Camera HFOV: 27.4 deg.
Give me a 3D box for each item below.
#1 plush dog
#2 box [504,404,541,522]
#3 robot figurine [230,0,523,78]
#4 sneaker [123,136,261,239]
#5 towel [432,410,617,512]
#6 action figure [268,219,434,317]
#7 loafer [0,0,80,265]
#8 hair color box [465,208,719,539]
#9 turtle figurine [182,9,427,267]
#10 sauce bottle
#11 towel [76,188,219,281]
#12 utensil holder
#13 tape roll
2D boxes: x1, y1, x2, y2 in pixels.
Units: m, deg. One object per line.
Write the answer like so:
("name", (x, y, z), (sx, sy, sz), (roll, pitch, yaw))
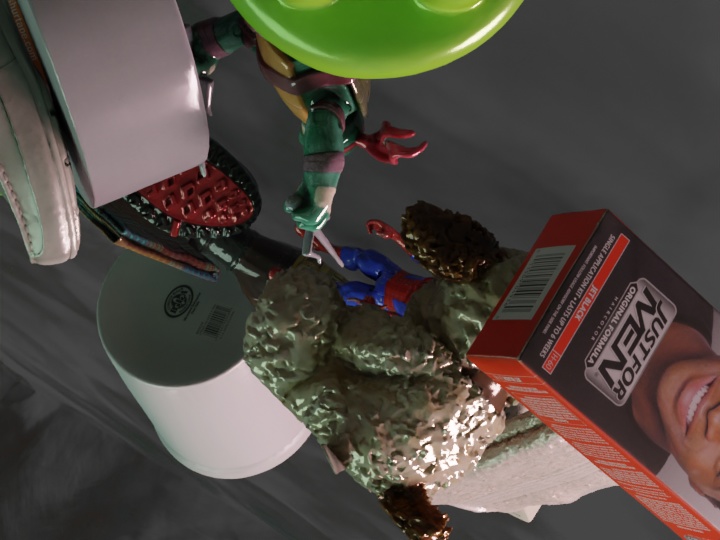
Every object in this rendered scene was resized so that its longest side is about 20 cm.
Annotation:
("plush dog", (0.053, 0.057, 0.893), (0.200, 0.172, 0.160), (43, -179, -43))
("box", (0.103, 0.124, 1.166), (0.082, 0.069, 0.200), (24, 161, 28))
("robot figurine", (0.004, -0.125, 0.501), (0.173, 0.117, 0.200), (-1, -171, -1))
("sneaker", (-0.162, -0.093, 1.106), (0.198, 0.080, 0.096), (24, -160, -4))
("towel", (0.118, 0.136, 1.028), (0.131, 0.035, 0.199), (10, 154, -34))
("action figure", (0.000, 0.000, 1.018), (0.199, 0.066, 0.099), (19, 167, 44))
("loafer", (-0.189, -0.093, 0.701), (0.070, 0.069, 0.202), (-155, 44, -72))
("hair color box", (0.165, 0.067, 0.820), (0.200, 0.102, 0.061), (39, 163, -19))
("turtle figurine", (-0.043, -0.103, 0.742), (0.150, 0.100, 0.201), (40, 162, 40))
("sauce bottle", (-0.046, 0.021, 1.174), (0.199, 0.066, 0.066), (34, 164, -5))
("towel", (-0.209, -0.068, 1.181), (0.200, 0.022, 0.146), (41, -172, 28))
("utensil holder", (-0.131, 0.070, 1.307), (0.169, 0.171, 0.200), (27, 161, 23))
("tape roll", (-0.145, -0.137, 0.748), (0.201, 0.066, 0.201), (90, 154, -58))
